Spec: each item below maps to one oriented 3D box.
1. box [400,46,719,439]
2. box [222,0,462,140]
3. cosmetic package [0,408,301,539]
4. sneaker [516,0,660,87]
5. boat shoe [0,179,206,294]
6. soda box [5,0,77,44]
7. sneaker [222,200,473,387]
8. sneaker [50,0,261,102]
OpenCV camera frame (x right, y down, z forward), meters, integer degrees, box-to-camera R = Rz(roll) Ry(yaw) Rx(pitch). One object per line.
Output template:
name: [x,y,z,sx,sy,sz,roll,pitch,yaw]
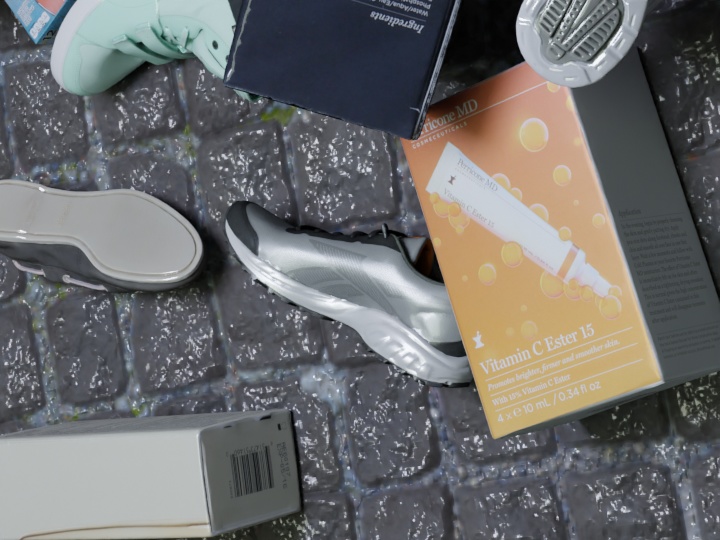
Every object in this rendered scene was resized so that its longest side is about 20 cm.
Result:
box: [0.121,-0.017,1.451,0.124,0.097,0.201,-23,81,35]
box: [0.007,-0.205,1.438,0.123,0.200,0.198,15,107,-3]
cosmetic package: [-0.149,0.138,1.659,0.199,0.103,0.074,-7,91,37]
sneaker: [0.161,-0.193,1.349,0.078,0.099,0.200,43,107,-4]
boat shoe: [-0.181,-0.019,1.704,0.199,0.057,0.067,13,67,31]
soda box: [-0.163,-0.242,1.650,0.064,0.068,0.200,52,122,20]
sneaker: [0.000,0.000,1.564,0.199,0.074,0.080,28,101,24]
sneaker: [-0.121,-0.147,1.624,0.200,0.074,0.119,-37,67,30]
